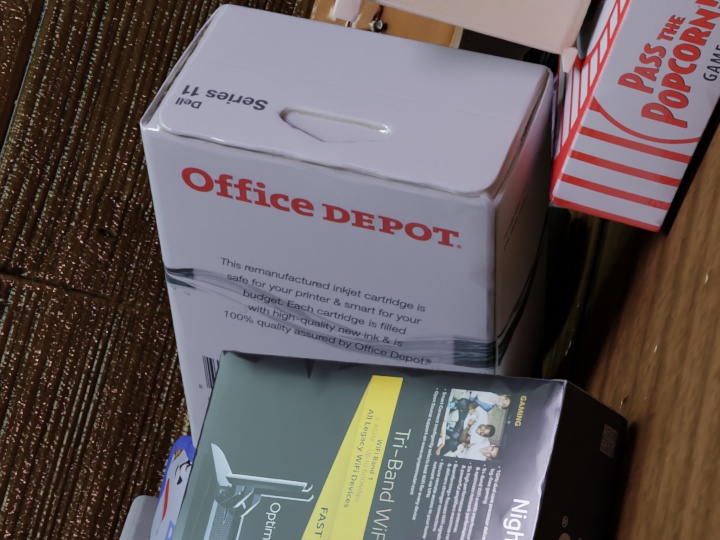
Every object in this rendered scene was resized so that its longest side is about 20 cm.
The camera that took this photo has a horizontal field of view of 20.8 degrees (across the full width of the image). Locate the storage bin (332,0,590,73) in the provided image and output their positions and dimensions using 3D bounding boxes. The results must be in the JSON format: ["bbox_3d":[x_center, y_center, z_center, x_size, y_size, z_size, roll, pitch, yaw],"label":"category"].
[{"bbox_3d":[0.068,-0.213,0.745,0.199,0.093,0.200,-81,8,-57],"label":"storage bin"}]

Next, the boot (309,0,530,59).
[{"bbox_3d":[0.039,-0.138,1.020,0.155,0.077,0.201,29,120,50],"label":"boot"}]

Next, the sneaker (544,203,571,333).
[{"bbox_3d":[0.030,0.002,0.966,0.200,0.115,0.075,122,163,-76],"label":"sneaker"}]

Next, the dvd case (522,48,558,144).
[{"bbox_3d":[0.105,-0.102,1.025,0.200,0.016,0.149,116,168,-66],"label":"dvd case"}]

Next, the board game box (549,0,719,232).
[{"bbox_3d":[0.120,-0.136,0.750,0.200,0.046,0.152,-80,7,-50],"label":"board game box"}]

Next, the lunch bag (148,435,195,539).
[{"bbox_3d":[-0.051,0.174,0.989,0.200,0.124,0.171,19,-97,-69],"label":"lunch bag"}]

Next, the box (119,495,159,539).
[{"bbox_3d":[-0.095,0.272,1.279,0.199,0.171,0.201,-138,63,-85],"label":"box"}]

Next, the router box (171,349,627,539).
[{"bbox_3d":[-0.002,0.134,0.705,0.052,0.157,0.201,32,-113,-50],"label":"router box"}]

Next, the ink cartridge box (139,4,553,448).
[{"bbox_3d":[0.000,0.000,0.810,0.200,0.146,0.083,87,-159,-47],"label":"ink cartridge box"}]
